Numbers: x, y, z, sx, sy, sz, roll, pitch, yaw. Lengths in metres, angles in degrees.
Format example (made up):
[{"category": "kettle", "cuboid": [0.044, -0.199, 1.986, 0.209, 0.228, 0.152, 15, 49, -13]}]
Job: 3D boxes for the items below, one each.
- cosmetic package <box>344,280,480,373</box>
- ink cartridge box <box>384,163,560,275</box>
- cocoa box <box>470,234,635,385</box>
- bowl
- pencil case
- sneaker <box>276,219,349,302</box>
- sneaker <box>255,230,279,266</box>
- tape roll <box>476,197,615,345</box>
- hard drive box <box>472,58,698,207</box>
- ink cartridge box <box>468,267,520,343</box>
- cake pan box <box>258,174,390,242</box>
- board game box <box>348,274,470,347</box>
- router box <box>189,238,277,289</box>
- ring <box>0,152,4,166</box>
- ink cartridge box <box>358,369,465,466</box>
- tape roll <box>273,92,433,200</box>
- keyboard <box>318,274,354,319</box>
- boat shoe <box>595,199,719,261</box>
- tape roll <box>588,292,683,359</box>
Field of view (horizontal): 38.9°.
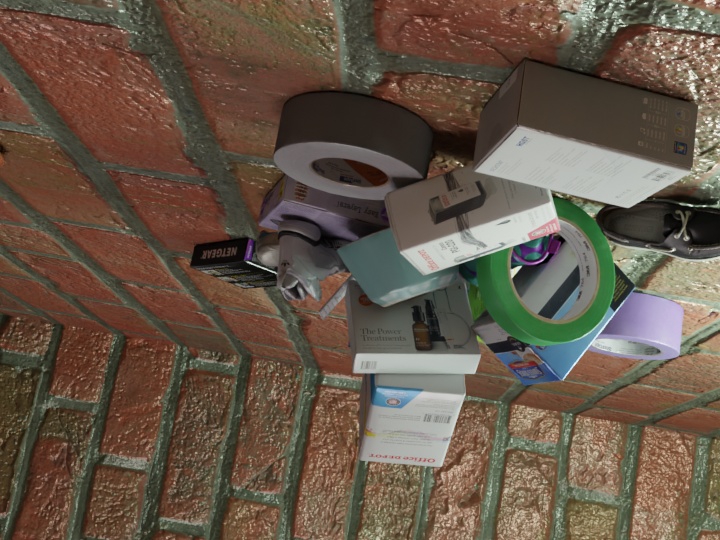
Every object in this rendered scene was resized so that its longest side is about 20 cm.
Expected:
[{"category": "cosmetic package", "cuboid": [0.079, 0.088, 1.606, 0.196, 0.152, 0.052, 1, 135, -10]}, {"category": "ink cartridge box", "cuboid": [0.144, -0.074, 1.294, 0.197, 0.086, 0.146, -17, 164, 12]}, {"category": "cocoa box", "cuboid": [0.293, 0.057, 1.555, 0.131, 0.200, 0.133, 45, 162, -6]}, {"category": "bowl", "cuboid": [0.072, -0.011, 1.552, 0.198, 0.107, 0.201, -18, 177, -1]}, {"category": "pencil case", "cuboid": [0.219, -0.034, 1.562, 0.092, 0.086, 0.200, 29, 163, -10]}, {"category": "sneaker", "cuboid": [-0.071, 0.000, 1.640, 0.074, 0.117, 0.199, 1, 165, 34]}, {"category": "sneaker", "cuboid": [-0.089, -0.048, 1.816, 0.196, 0.073, 0.072, 0, 140, -8]}, {"category": "tape roll", "cuboid": [0.259, 0.002, 1.424, 0.197, 0.204, 0.048, 14, 167, -17]}, {"category": "hard drive box", "cuboid": [0.240, -0.143, 1.114, 0.196, 0.078, 0.156, 12, 166, -9]}, {"category": "ink cartridge box", "cuboid": [0.272, 0.063, 1.787, 0.075, 0.151, 0.199, -3, 162, 41]}, {"category": "cake pan box", "cuboid": [-0.050, -0.088, 1.623, 0.197, 0.053, 0.184, 14, 168, -14]}, {"category": "board game box", "cuboid": [0.093, 0.053, 1.764, 0.193, 0.204, 0.056, 13, 170, -13]}, {"category": "router box", "cuboid": [-0.231, -0.011, 2.068, 0.148, 0.052, 0.198, 24, 161, -39]}, {"category": "ring", "cuboid": [-0.679, -0.211, 1.661, 0.197, 0.020, 0.201, 11, 167, 2]}, {"category": "ink cartridge box", "cuboid": [0.079, 0.202, 1.673, 0.144, 0.148, 0.202, 6, 135, -6]}, {"category": "tape roll", "cuboid": [-0.009, -0.153, 1.290, 0.197, 0.067, 0.200, 11, 167, 3]}, {"category": "keyboard", "cuboid": [0.000, 0.000, 1.682, 0.011, 0.200, 0.056, 40, 173, 7]}, {"category": "boat shoe", "cuboid": [0.410, -0.059, 1.354, 0.198, 0.075, 0.060, 11, 175, 36]}, {"category": "tape roll", "cuboid": [0.503, 0.105, 1.922, 0.196, 0.087, 0.200, 9, 167, 2]}]
